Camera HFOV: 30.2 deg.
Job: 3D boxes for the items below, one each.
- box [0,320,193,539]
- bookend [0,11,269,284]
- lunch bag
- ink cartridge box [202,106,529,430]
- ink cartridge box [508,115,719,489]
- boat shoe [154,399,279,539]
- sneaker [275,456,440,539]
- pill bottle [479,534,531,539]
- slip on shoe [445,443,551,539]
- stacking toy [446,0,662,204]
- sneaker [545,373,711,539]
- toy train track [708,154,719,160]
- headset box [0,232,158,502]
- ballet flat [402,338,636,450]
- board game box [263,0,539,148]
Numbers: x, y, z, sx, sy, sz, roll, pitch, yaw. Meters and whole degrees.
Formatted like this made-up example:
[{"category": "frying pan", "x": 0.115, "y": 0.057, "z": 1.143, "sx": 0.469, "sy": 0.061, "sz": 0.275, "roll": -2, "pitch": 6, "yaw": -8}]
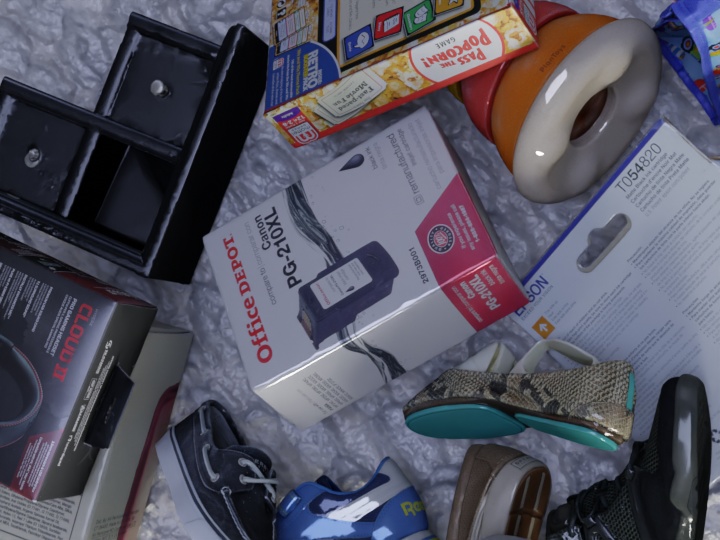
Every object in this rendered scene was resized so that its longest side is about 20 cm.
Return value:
[{"category": "box", "x": -0.227, "y": 0.124, "z": 1.027, "sx": 0.127, "sy": 0.109, "sz": 0.202, "roll": 17, "pitch": 90, "yaw": 15}, {"category": "bookend", "x": -0.197, "y": -0.119, "z": 1.042, "sx": 0.197, "sy": 0.092, "sz": 0.202, "roll": 23, "pitch": 91, "yaw": 13}, {"category": "lunch bag", "x": 0.274, "y": -0.191, "z": 0.883, "sx": 0.150, "sy": 0.200, "sz": 0.094, "roll": -38, "pitch": 80, "yaw": 8}, {"category": "ink cartridge box", "x": 0.000, "y": 0.000, "z": 0.972, "sx": 0.199, "sy": 0.084, "sz": 0.146, "roll": -30, "pitch": 56, "yaw": 10}, {"category": "ink cartridge box", "x": 0.226, "y": 0.026, "z": 0.922, "sx": 0.200, "sy": 0.041, "sz": 0.200, "roll": 45, "pitch": 124, "yaw": 10}, {"category": "boat shoe", "x": -0.092, "y": 0.160, "z": 0.972, "sx": 0.068, "sy": 0.200, "sz": 0.072, "roll": -45, "pitch": 121, "yaw": 2}, {"category": "sneaker", "x": -0.042, "y": 0.203, "z": 1.003, "sx": 0.198, "sy": 0.074, "sz": 0.083, "roll": -19, "pitch": 77, "yaw": 6}, {"category": "pill bottle", "x": 0.096, "y": 0.288, "z": 0.887, "sx": 0.103, "sy": 0.104, "sz": 0.202, "roll": 18, "pitch": 95, "yaw": 13}, {"category": "slip on shoe", "x": 0.083, "y": 0.224, "z": 0.969, "sx": 0.060, "sy": 0.076, "sz": 0.202, "roll": 19, "pitch": 104, "yaw": 38}, {"category": "stacking toy", "x": 0.107, "y": -0.157, "z": 0.975, "sx": 0.200, "sy": 0.146, "sz": 0.147, "roll": 42, "pitch": 96, "yaw": 29}, {"category": "sneaker", "x": 0.183, "y": 0.160, "z": 0.925, "sx": 0.113, "sy": 0.076, "sz": 0.201, "roll": 12, "pitch": 119, "yaw": 19}, {"category": "toy train track", "x": 0.320, "y": -0.073, "z": 0.955, "sx": 0.198, "sy": 0.032, "sz": 0.116, "roll": 0, "pitch": 94, "yaw": 19}, {"category": "headset box", "x": -0.248, "y": 0.061, "z": 0.941, "sx": 0.198, "sy": 0.075, "sz": 0.150, "roll": 24, "pitch": 92, "yaw": 15}, {"category": "ballet flat", "x": 0.116, "y": 0.085, "z": 0.951, "sx": 0.199, "sy": 0.068, "sz": 0.076, "roll": -5, "pitch": 61, "yaw": 48}, {"category": "board game box", "x": 0.025, "y": -0.190, "z": 0.959, "sx": 0.198, "sy": 0.046, "sz": 0.153, "roll": -19, "pitch": 50, "yaw": 26}]
